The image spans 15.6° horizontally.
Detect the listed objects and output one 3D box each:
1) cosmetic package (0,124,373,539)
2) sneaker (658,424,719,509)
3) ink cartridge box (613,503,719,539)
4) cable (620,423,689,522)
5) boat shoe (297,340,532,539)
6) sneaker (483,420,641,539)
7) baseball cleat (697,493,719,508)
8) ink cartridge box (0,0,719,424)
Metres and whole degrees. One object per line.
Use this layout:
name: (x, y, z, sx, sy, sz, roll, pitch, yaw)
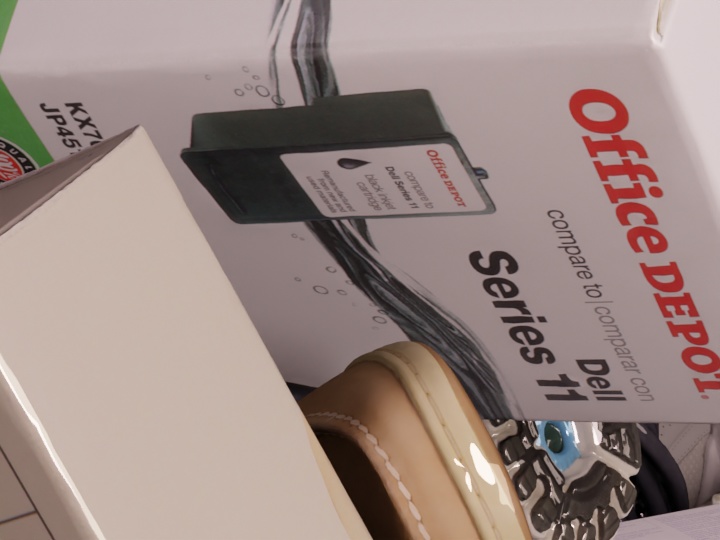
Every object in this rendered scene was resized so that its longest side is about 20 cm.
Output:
cosmetic package: (-0.049, 0.083, 0.537, 0.073, 0.103, 0.200, -42, 109, -50)
sneaker: (0.114, 0.073, 1.008, 0.076, 0.092, 0.200, -22, 133, -58)
ink cartridge box: (0.109, 0.123, 0.809, 0.200, 0.044, 0.094, -8, 101, -21)
cable: (0.073, 0.073, 0.884, 0.163, 0.051, 0.200, -66, 140, -67)
boat shoe: (-0.015, 0.070, 0.611, 0.071, 0.064, 0.200, 65, -20, 9)
sneaker: (0.000, 0.000, 0.759, 0.078, 0.090, 0.200, -23, 91, -48)
baseball cleat: (0.160, 0.100, 0.928, 0.200, 0.070, 0.107, -44, 150, -35)
ink cartridge box: (0.003, -0.035, 0.611, 0.147, 0.200, 0.083, 59, 39, -47)
